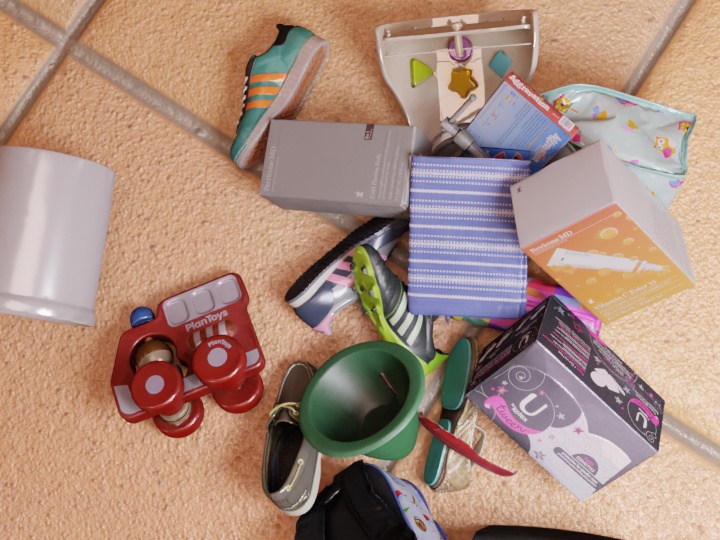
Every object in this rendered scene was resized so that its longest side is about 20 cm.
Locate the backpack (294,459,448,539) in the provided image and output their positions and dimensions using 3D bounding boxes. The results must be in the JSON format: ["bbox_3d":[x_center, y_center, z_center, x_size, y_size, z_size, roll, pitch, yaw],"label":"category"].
[{"bbox_3d":[0.017,0.335,1.444,0.200,0.154,0.191,-38,49,16],"label":"backpack"}]

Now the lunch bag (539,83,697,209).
[{"bbox_3d":[0.289,-0.135,1.471,0.200,0.170,0.122,14,65,2],"label":"lunch bag"}]

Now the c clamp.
[{"bbox_3d":[0.160,-0.110,1.477,0.200,0.171,0.027,45,63,-8],"label":"c clamp"}]

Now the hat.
[{"bbox_3d":[0.044,0.207,1.477,0.166,0.200,0.176,-42,129,-8],"label":"hat"}]

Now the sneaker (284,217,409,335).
[{"bbox_3d":[0.000,0.000,1.541,0.200,0.070,0.082,-39,108,-3],"label":"sneaker"}]

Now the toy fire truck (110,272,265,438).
[{"bbox_3d":[-0.222,0.106,1.522,0.200,0.112,0.168,-22,61,0],"label":"toy fire truck"}]

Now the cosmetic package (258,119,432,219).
[{"bbox_3d":[-0.019,-0.127,1.505,0.200,0.090,0.107,4,81,19],"label":"cosmetic package"}]

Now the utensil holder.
[{"bbox_3d":[-0.402,-0.040,1.503,0.170,0.170,0.200,8,83,3],"label":"utensil holder"}]

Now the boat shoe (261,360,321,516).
[{"bbox_3d":[-0.082,0.199,1.487,0.072,0.060,0.202,-11,57,25],"label":"boat shoe"}]

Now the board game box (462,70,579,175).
[{"bbox_3d":[0.178,-0.154,1.439,0.103,0.200,0.019,42,64,1],"label":"board game box"}]

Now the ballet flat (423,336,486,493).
[{"bbox_3d":[0.132,0.185,1.520,0.065,0.071,0.200,16,88,-23],"label":"ballet flat"}]

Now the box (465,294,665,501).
[{"bbox_3d":[0.247,0.156,1.443,0.200,0.115,0.132,43,122,-6],"label":"box"}]

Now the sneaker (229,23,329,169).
[{"bbox_3d":[-0.122,-0.229,1.560,0.080,0.071,0.200,31,87,16],"label":"sneaker"}]

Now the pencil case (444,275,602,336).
[{"bbox_3d":[0.207,0.044,1.510,0.200,0.088,0.088,12,86,2],"label":"pencil case"}]

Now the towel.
[{"bbox_3d":[0.130,-0.038,1.442,0.145,0.024,0.200,2,105,5],"label":"towel"}]

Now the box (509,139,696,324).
[{"bbox_3d":[0.282,-0.040,1.392,0.124,0.200,0.098,-28,46,28],"label":"box"}]

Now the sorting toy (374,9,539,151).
[{"bbox_3d":[0.129,-0.232,1.523,0.200,0.107,0.180,-4,104,8],"label":"sorting toy"}]

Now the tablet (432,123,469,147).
[{"bbox_3d":[0.159,-0.174,1.567,0.130,0.014,0.200,-1,85,2],"label":"tablet"}]

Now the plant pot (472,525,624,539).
[{"bbox_3d":[0.210,0.400,1.436,0.177,0.200,0.200,16,86,17],"label":"plant pot"}]

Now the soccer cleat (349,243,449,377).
[{"bbox_3d":[0.049,0.046,1.502,0.081,0.068,0.200,-32,114,-20],"label":"soccer cleat"}]
